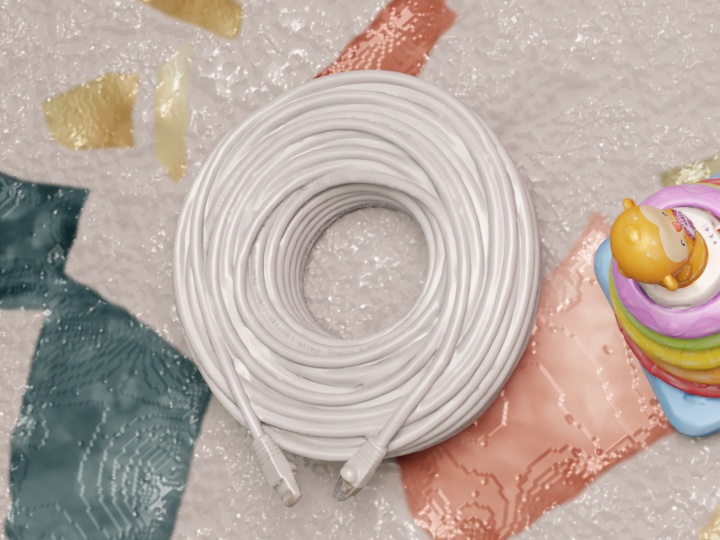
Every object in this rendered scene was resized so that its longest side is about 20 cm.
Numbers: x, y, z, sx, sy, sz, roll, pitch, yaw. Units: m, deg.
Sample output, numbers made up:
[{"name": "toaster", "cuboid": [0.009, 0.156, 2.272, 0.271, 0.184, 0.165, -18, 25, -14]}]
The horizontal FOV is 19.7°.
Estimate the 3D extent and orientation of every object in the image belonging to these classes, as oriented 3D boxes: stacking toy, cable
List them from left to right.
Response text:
[{"name": "cable", "cuboid": [0.000, 0.000, 1.073, 0.200, 0.069, 0.200, -39, 69, 10]}, {"name": "stacking toy", "cuboid": [0.150, -0.001, 0.942, 0.110, 0.200, 0.116, -30, 71, 15]}]
